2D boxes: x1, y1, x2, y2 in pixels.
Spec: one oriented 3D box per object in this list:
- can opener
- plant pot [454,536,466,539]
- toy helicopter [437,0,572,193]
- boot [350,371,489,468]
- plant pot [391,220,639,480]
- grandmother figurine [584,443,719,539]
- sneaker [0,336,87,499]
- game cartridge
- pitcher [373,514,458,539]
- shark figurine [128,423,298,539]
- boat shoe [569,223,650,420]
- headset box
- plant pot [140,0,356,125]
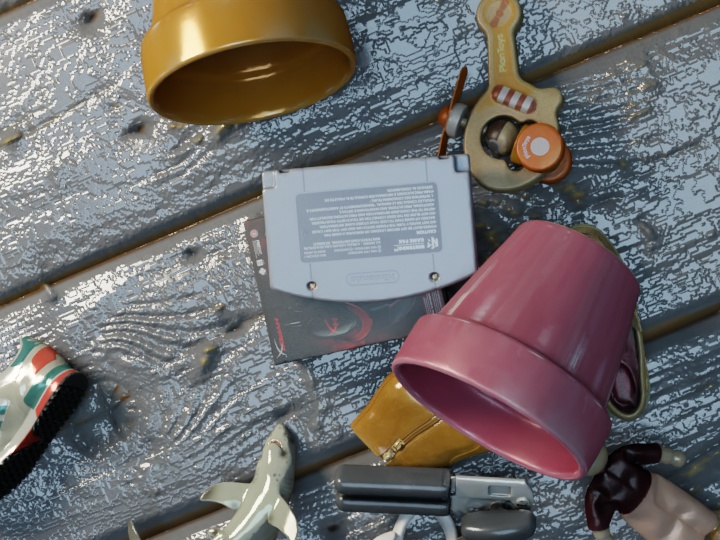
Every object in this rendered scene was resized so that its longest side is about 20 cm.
[{"bbox_3d":[0.072,0.230,1.310,0.199,0.067,0.053,1,129,6],"label":"can opener"},{"bbox_3d":[0.135,0.354,1.296,0.200,0.200,0.027,51,131,1],"label":"plant pot"},{"bbox_3d":[0.133,-0.174,1.315,0.132,0.079,0.201,-6,83,15],"label":"toy helicopter"},{"bbox_3d":[0.102,0.171,1.341,0.201,0.071,0.144,38,107,-3],"label":"boot"},{"bbox_3d":[0.156,0.063,1.210,0.200,0.200,0.179,32,73,3],"label":"plant pot"},{"bbox_3d":[0.263,0.217,1.297,0.200,0.061,0.121,39,78,-16],"label":"grandmother figurine"},{"bbox_3d":[-0.374,0.157,1.390,0.093,0.070,0.200,42,99,20],"label":"sneaker"},{"bbox_3d":[0.009,-0.037,1.270,0.199,0.040,0.134,-4,88,7],"label":"game cartridge"},{"bbox_3d":[0.065,0.348,1.332,0.171,0.121,0.200,-36,91,-21],"label":"pitcher"},{"bbox_3d":[-0.129,0.272,1.363,0.214,0.090,0.128,-37,56,-1],"label":"shark figurine"},{"bbox_3d":[0.243,0.051,1.310,0.074,0.066,0.200,-19,91,7],"label":"boat shoe"},{"bbox_3d":[0.000,0.000,1.327,0.199,0.075,0.149,-12,91,7],"label":"headset box"},{"bbox_3d":[-0.119,-0.261,1.276,0.200,0.200,0.184,-13,77,7],"label":"plant pot"}]
